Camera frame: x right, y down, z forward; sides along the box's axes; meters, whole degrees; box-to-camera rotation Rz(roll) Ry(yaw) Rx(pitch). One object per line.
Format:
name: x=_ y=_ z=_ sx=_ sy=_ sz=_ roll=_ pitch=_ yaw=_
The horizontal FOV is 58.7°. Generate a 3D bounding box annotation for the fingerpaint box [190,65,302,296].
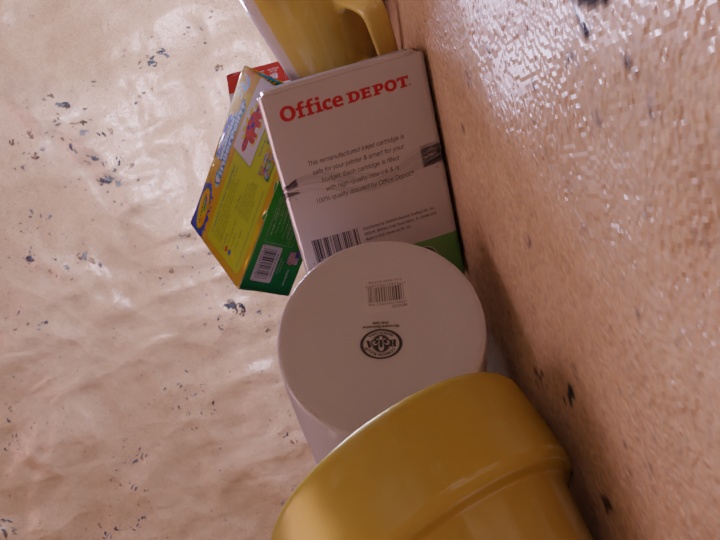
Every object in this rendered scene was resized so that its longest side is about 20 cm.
fingerpaint box: x=-0.107 y=-0.103 z=0.728 sx=0.166 sy=0.072 sz=0.205 roll=40 pitch=113 yaw=47

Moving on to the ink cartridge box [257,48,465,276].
ink cartridge box: x=0.002 y=-0.080 z=0.582 sx=0.084 sy=0.141 sz=0.206 roll=-107 pitch=2 yaw=-70

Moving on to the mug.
mug: x=-0.042 y=-0.258 z=0.678 sx=0.155 sy=0.145 sz=0.190 roll=64 pitch=-167 yaw=-48

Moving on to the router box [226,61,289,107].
router box: x=-0.070 y=-0.185 z=0.849 sx=0.049 sy=0.194 sz=0.186 roll=-22 pitch=-77 yaw=-70

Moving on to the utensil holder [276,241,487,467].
utensil holder: x=0.025 y=0.102 z=0.532 sx=0.202 sy=0.165 sz=0.174 roll=78 pitch=176 yaw=-55

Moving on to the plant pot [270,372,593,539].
plant pot: x=0.070 y=0.201 z=0.380 sx=0.190 sy=0.197 sz=0.203 roll=53 pitch=166 yaw=35
